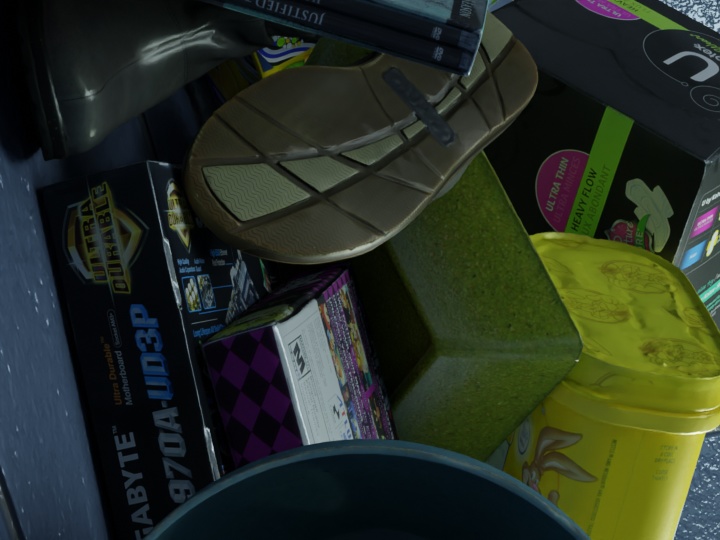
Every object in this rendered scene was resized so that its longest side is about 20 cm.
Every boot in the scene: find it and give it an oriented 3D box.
[{"bbox_3d":[-0.057,-0.100,1.010,0.200,0.130,0.068,-74,157,-70],"label":"boot"}]

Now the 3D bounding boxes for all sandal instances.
[{"bbox_3d":[0.000,-0.051,1.062,0.080,0.054,0.200,51,44,4],"label":"sandal"}]

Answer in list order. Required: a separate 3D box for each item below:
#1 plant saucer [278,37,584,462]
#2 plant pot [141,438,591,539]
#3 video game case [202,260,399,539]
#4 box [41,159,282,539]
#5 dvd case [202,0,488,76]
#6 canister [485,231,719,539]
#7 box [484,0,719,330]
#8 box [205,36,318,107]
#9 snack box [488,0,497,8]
[{"bbox_3d":[0.000,0.000,1.178,0.201,0.048,0.200,64,-31,18],"label":"plant saucer"},{"bbox_3d":[0.005,0.148,0.900,0.135,0.199,0.202,-68,145,-83],"label":"plant pot"},{"bbox_3d":[-0.006,0.106,1.056,0.181,0.036,0.201,-43,118,-78],"label":"video game case"},{"bbox_3d":[-0.065,0.039,1.057,0.200,0.046,0.160,-10,88,-80],"label":"box"},{"bbox_3d":[-0.048,-0.125,0.959,0.146,0.199,0.022,-72,180,-71],"label":"dvd case"},{"bbox_3d":[0.097,0.104,1.201,0.149,0.086,0.201,-107,-152,-64],"label":"canister"},{"bbox_3d":[0.116,-0.026,1.322,0.124,0.148,0.201,-32,145,-48],"label":"box"},{"bbox_3d":[-0.031,-0.089,1.300,0.070,0.064,0.201,34,-25,43],"label":"box"},{"bbox_3d":[-0.008,-0.173,1.282,0.143,0.053,0.200,58,-16,-7],"label":"snack box"}]
